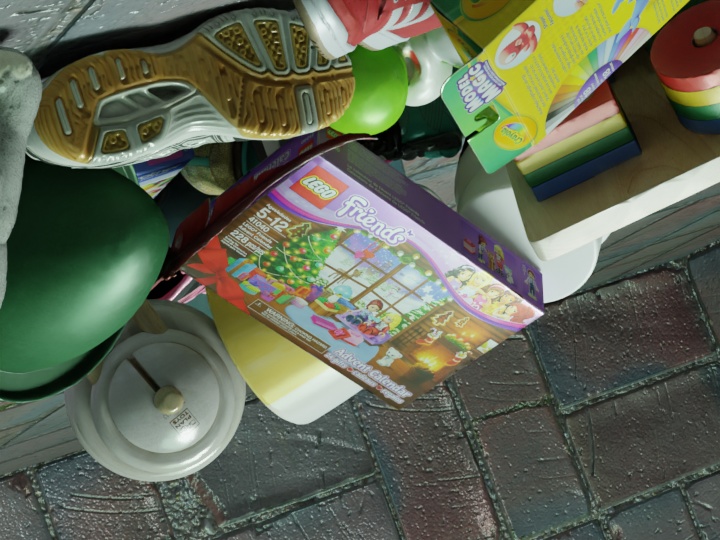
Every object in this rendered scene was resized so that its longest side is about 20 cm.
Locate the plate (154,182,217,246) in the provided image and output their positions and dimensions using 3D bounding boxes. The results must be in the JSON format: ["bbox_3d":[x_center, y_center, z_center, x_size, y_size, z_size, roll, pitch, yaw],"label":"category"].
[{"bbox_3d":[-0.188,-0.012,1.555,0.200,0.026,0.200,-32,-164,10],"label":"plate"}]

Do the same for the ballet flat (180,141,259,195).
[{"bbox_3d":[-0.062,-0.081,1.498,0.071,0.071,0.200,-24,173,26],"label":"ballet flat"}]

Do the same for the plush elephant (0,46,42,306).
[{"bbox_3d":[-0.264,-0.012,1.072,0.155,0.200,0.165,13,159,-43],"label":"plush elephant"}]

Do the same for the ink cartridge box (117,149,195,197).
[{"bbox_3d":[-0.184,-0.056,1.407,0.119,0.042,0.200,-18,171,-24],"label":"ink cartridge box"}]

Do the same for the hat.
[{"bbox_3d":[-0.126,-0.002,1.246,0.176,0.200,0.166,14,-174,39],"label":"hat"}]

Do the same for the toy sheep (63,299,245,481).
[{"bbox_3d":[-0.142,0.081,1.481,0.138,0.138,0.200,-20,-175,-4],"label":"toy sheep"}]

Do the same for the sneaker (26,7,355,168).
[{"bbox_3d":[-0.102,-0.102,1.217,0.200,0.076,0.088,-10,-179,-30],"label":"sneaker"}]

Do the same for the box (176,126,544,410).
[{"bbox_3d":[0.000,0.000,1.371,0.200,0.039,0.137,34,127,-28],"label":"box"}]

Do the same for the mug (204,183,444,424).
[{"bbox_3d":[-0.011,0.013,1.483,0.153,0.150,0.187,-26,180,20],"label":"mug"}]

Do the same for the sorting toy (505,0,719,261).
[{"bbox_3d":[0.169,-0.129,1.327,0.199,0.200,0.070,-25,127,11],"label":"sorting toy"}]

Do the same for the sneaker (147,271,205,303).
[{"bbox_3d":[-0.118,-0.018,1.603,0.200,0.079,0.095,-36,-179,-21],"label":"sneaker"}]

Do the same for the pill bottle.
[{"bbox_3d":[0.126,-0.076,1.462,0.114,0.114,0.200,-24,-152,29],"label":"pill bottle"}]

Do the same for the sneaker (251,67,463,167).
[{"bbox_3d":[0.009,-0.101,1.410,0.121,0.084,0.200,-18,-178,19],"label":"sneaker"}]

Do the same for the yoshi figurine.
[{"bbox_3d":[0.046,-0.130,1.268,0.200,0.112,0.112,-23,157,38],"label":"yoshi figurine"}]

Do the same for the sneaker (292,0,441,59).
[{"bbox_3d":[0.031,-0.157,1.105,0.112,0.071,0.200,-18,-178,15],"label":"sneaker"}]

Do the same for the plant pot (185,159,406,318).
[{"bbox_3d":[-0.054,-0.004,1.794,0.200,0.141,0.141,-13,172,-4],"label":"plant pot"}]

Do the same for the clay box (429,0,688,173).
[{"bbox_3d":[0.114,-0.147,1.098,0.200,0.048,0.115,-42,152,-2],"label":"clay box"}]
